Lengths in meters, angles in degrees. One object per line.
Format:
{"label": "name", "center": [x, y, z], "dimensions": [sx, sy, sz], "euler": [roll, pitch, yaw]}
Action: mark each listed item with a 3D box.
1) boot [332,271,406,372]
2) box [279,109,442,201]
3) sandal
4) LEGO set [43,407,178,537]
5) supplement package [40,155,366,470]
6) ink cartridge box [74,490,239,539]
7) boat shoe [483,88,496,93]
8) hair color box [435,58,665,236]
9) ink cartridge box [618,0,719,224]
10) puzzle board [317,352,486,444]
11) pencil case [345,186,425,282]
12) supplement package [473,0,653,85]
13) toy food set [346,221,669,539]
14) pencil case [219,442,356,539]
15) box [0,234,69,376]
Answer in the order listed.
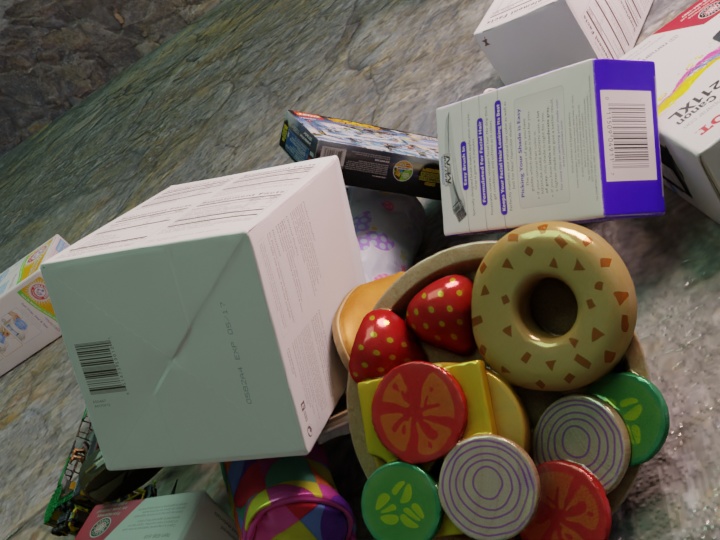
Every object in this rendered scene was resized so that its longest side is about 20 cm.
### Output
{"label": "boot", "center": [0.076, 0.016, 0.715], "dimensions": [0.144, 0.071, 0.201], "euler": [-23, 1, 28]}
{"label": "box", "center": [0.035, -0.103, 0.911], "dimensions": [0.137, 0.199, 0.040], "euler": [-127, 48, -65]}
{"label": "sandal", "center": [-0.154, 0.119, 0.815], "dimensions": [0.200, 0.082, 0.055], "euler": [-33, 56, -32]}
{"label": "LEGO set", "center": [-0.196, 0.165, 0.898], "dimensions": [0.154, 0.116, 0.201], "euler": [-41, 31, 46]}
{"label": "supplement package", "center": [-0.094, 0.023, 0.700], "dimensions": [0.150, 0.152, 0.200], "euler": [-8, 17, 17]}
{"label": "ink cartridge box", "center": [-0.175, 0.268, 0.694], "dimensions": [0.145, 0.085, 0.200], "euler": [-17, 32, 39]}
{"label": "boat shoe", "center": [0.158, -0.120, 0.866], "dimensions": [0.072, 0.066, 0.200], "euler": [0, 20, -17]}
{"label": "hair color box", "center": [0.138, -0.087, 0.749], "dimensions": [0.065, 0.110, 0.200], "euler": [-4, 1, -29]}
{"label": "ink cartridge box", "center": [0.280, -0.127, 0.724], "dimensions": [0.146, 0.083, 0.200], "euler": [-36, 25, 6]}
{"label": "puzzle board", "center": [0.050, 0.075, 0.707], "dimensions": [0.199, 0.017, 0.151], "euler": [-26, -2, 21]}
{"label": "pencil case", "center": [0.000, 0.000, 0.888], "dimensions": [0.083, 0.091, 0.200], "euler": [-21, 32, 34]}
{"label": "supplement package", "center": [0.218, -0.272, 1.012], "dimensions": [0.113, 0.110, 0.200], "euler": [-13, 36, 43]}
{"label": "toy food set", "center": [0.079, 0.079, 0.583], "dimensions": [0.199, 0.199, 0.049], "euler": [-14, -11, 23]}
{"label": "pencil case", "center": [-0.061, 0.154, 0.733], "dimensions": [0.088, 0.088, 0.200], "euler": [-39, 27, 1]}
{"label": "box", "center": [-0.502, 0.055, 1.463], "dimensions": [0.200, 0.101, 0.113], "euler": [-31, 27, 17]}
